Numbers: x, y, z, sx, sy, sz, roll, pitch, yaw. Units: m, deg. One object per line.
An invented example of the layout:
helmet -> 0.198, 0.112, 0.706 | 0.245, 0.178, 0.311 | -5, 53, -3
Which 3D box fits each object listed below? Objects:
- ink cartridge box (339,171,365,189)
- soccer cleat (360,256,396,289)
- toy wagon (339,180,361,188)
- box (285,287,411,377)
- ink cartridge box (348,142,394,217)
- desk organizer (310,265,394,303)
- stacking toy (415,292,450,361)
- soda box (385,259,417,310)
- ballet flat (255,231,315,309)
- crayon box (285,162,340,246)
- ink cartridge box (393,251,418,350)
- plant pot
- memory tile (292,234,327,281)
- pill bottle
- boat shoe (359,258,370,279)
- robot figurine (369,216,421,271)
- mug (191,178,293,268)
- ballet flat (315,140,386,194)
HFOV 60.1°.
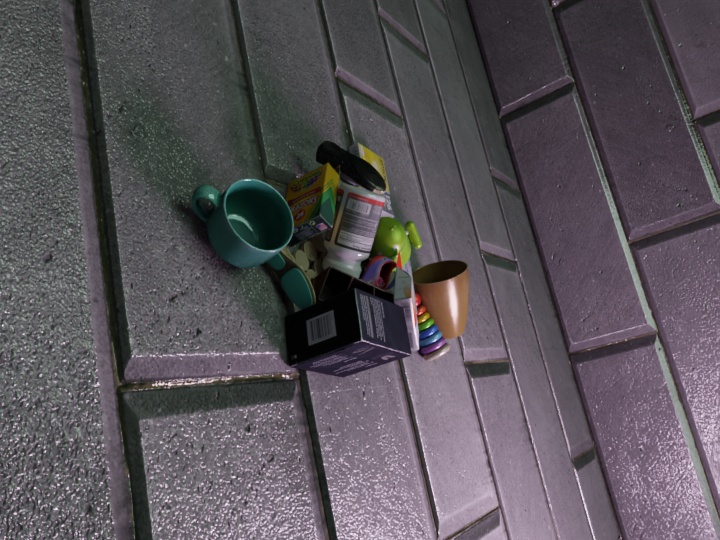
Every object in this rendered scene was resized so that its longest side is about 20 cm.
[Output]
ink cartridge box -> 0.001, -0.218, 1.637 | 0.038, 0.093, 0.200 | -62, 173, -4
soccer cleat -> 0.022, 0.052, 1.541 | 0.067, 0.076, 0.202 | 44, 64, -37
toy wagon -> -0.026, -0.193, 1.607 | 0.199, 0.154, 0.040 | 31, 87, -49
box -> -0.025, 0.141, 1.341 | 0.199, 0.194, 0.120 | 24, 51, -51
ink cartridge box -> 0.048, -0.256, 1.861 | 0.199, 0.046, 0.201 | 16, 58, -52
desk organizer -> -0.016, 0.067, 1.434 | 0.198, 0.077, 0.073 | 24, 51, -30
stacking toy -> 0.180, 0.155, 1.802 | 0.203, 0.085, 0.085 | 63, 30, -1
soda box -> 0.108, 0.029, 1.764 | 0.068, 0.063, 0.204 | 26, 51, -52
ballet flat -> -0.154, -0.008, 1.334 | 0.202, 0.070, 0.065 | 56, 23, -12
crayon box -> -0.117, -0.166, 1.448 | 0.051, 0.125, 0.203 | 42, 38, -37
ink cartridge box -> 0.119, 0.072, 1.536 | 0.201, 0.049, 0.164 | -76, 159, -53
plant pot -> 0.253, 0.096, 1.875 | 0.186, 0.183, 0.204 | -44, 122, -58
memory tile -> -0.108, 0.011, 1.464 | 0.155, 0.017, 0.200 | 61, 30, -15
pill bottle -> -0.021, -0.092, 1.463 | 0.115, 0.115, 0.204 | 3, 106, -58
boat shoe -> 0.000, 0.000, 1.602 | 0.202, 0.067, 0.072 | 59, 29, -22
robot figurine -> 0.071, -0.069, 1.655 | 0.200, 0.173, 0.117 | 56, 11, -68
mug -> -0.232, -0.096, 1.212 | 0.186, 0.114, 0.152 | 52, 46, -4
ballet flat -> -0.021, -0.247, 1.525 | 0.198, 0.057, 0.067 | 35, 45, 5
